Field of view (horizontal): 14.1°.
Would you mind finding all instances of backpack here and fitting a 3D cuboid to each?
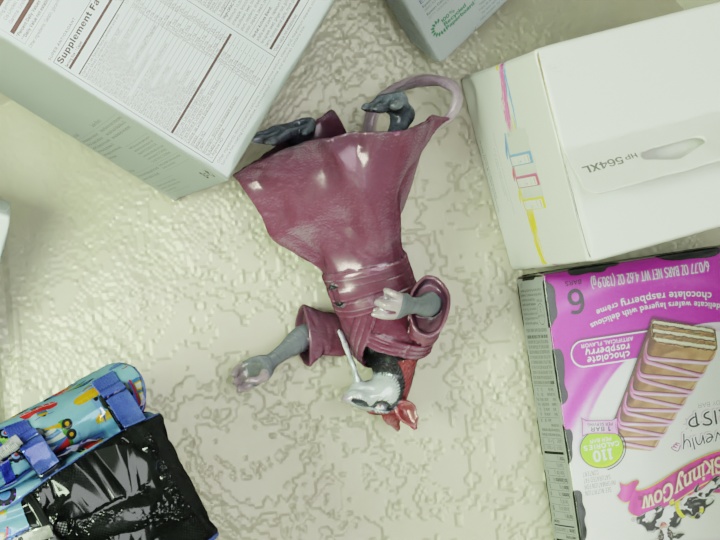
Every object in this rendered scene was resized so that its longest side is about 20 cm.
[{"bbox_3d":[-0.195,0.155,1.624,0.199,0.183,0.135,-27,91,-14],"label":"backpack"}]

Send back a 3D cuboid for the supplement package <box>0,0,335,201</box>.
[{"bbox_3d":[-0.137,-0.157,1.646,0.199,0.191,0.148,32,81,-10],"label":"supplement package"}]

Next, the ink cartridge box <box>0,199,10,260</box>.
[{"bbox_3d":[-0.305,0.035,1.690,0.161,0.050,0.201,16,103,-12],"label":"ink cartridge box"}]

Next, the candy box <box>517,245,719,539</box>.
[{"bbox_3d":[0.180,0.092,1.772,0.135,0.061,0.201,-9,91,-13],"label":"candy box"}]

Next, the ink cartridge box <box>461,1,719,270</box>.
[{"bbox_3d":[0.156,-0.078,1.701,0.128,0.200,0.126,-16,92,-12],"label":"ink cartridge box"}]

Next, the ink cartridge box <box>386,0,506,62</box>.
[{"bbox_3d":[0.070,-0.256,1.715,0.196,0.043,0.200,-43,135,-10],"label":"ink cartridge box"}]

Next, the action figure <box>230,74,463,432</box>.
[{"bbox_3d":[0.000,0.000,1.736,0.149,0.133,0.201,-35,113,-53],"label":"action figure"}]
